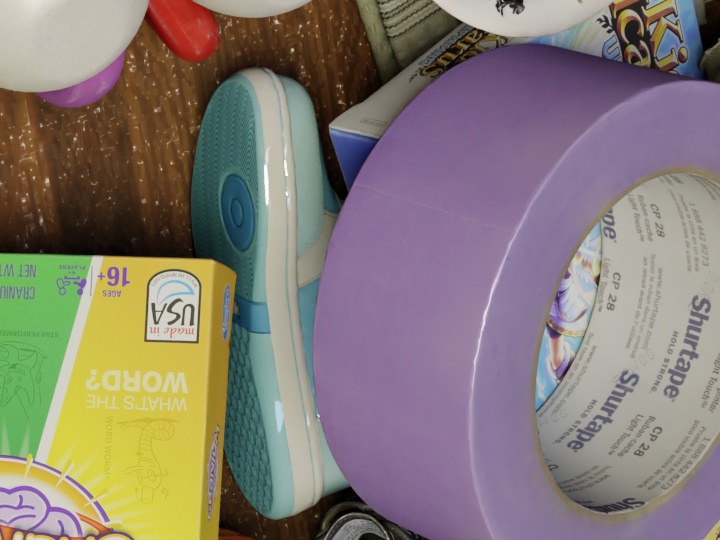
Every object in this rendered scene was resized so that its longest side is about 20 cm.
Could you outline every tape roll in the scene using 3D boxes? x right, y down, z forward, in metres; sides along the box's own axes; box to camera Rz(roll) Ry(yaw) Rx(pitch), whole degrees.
[{"bbox_3d":[0.081,0.018,0.827,0.200,0.085,0.201,-17,116,-40],"label":"tape roll"}]

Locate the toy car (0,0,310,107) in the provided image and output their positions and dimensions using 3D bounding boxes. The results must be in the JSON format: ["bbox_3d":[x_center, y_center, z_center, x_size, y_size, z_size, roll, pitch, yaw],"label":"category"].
[{"bbox_3d":[-0.106,-0.132,0.819,0.199,0.175,0.150,-22,147,-23],"label":"toy car"}]

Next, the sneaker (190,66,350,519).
[{"bbox_3d":[0.000,0.000,0.934,0.130,0.080,0.201,-13,116,-24],"label":"sneaker"}]

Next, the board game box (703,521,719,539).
[{"bbox_3d":[0.184,0.061,0.955,0.135,0.035,0.201,39,73,-50],"label":"board game box"}]

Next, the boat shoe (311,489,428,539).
[{"bbox_3d":[0.001,0.132,0.893,0.070,0.200,0.067,-2,113,7],"label":"boat shoe"}]

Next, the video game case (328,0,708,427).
[{"bbox_3d":[0.086,-0.022,0.913,0.181,0.045,0.201,-41,129,-32],"label":"video game case"}]

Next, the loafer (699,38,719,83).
[{"bbox_3d":[0.214,-0.127,0.952,0.200,0.075,0.070,-32,82,-33],"label":"loafer"}]

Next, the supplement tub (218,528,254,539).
[{"bbox_3d":[-0.088,0.214,0.904,0.122,0.122,0.201,-2,101,-28],"label":"supplement tub"}]

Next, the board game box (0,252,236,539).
[{"bbox_3d":[-0.130,0.094,0.829,0.152,0.040,0.201,1,83,8],"label":"board game box"}]

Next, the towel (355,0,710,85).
[{"bbox_3d":[0.081,-0.163,0.920,0.192,0.035,0.200,-28,129,-8],"label":"towel"}]

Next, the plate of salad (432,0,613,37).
[{"bbox_3d":[0.070,-0.189,0.814,0.200,0.048,0.201,-7,100,-43],"label":"plate of salad"}]
